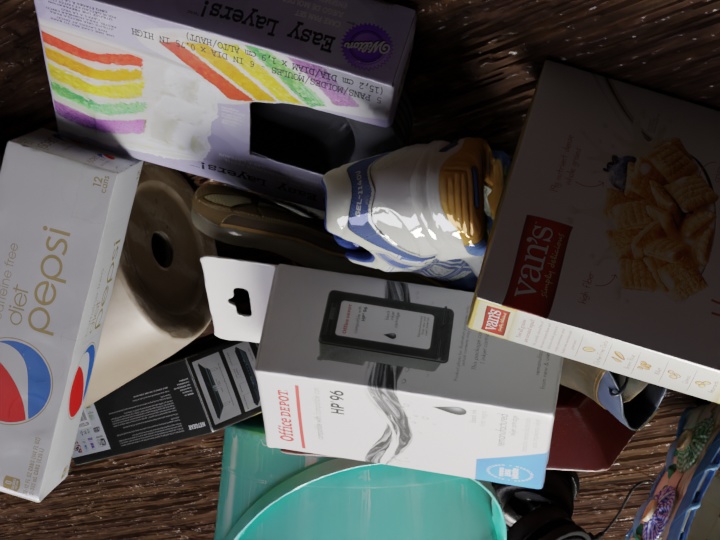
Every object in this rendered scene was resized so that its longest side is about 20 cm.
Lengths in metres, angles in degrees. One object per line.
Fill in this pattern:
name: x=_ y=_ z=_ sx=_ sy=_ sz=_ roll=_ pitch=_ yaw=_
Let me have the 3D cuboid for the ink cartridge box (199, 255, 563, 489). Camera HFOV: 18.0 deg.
ink cartridge box: x=0.008 y=0.056 z=1.239 sx=0.200 sy=0.068 sz=0.116 roll=8 pitch=155 yaw=6

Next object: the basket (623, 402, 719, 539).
basket: x=0.261 y=0.165 z=1.415 sx=0.139 sy=0.176 sz=0.200 roll=34 pitch=164 yaw=-28

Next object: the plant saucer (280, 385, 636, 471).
plant saucer: x=0.071 y=0.087 z=1.433 sx=0.200 sy=0.037 sz=0.200 roll=3 pitch=-173 yaw=14

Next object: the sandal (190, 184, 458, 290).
sandal: x=-0.011 y=0.003 z=1.282 sx=0.200 sy=0.054 sz=0.080 roll=17 pitch=-172 yaw=-29

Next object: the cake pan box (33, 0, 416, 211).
cake pan box: x=-0.067 y=-0.102 z=1.202 sx=0.200 sy=0.052 sz=0.184 roll=16 pitch=161 yaw=2

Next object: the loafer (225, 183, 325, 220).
loafer: x=0.000 y=0.000 z=1.362 sx=0.200 sy=0.072 sz=0.073 roll=29 pitch=157 yaw=-24

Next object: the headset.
headset: x=0.132 y=0.192 z=1.658 sx=0.200 sy=0.124 sz=0.094 roll=-7 pitch=134 yaw=-1

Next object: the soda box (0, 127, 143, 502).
soda box: x=-0.183 y=0.025 z=1.294 sx=0.068 sy=0.200 sz=0.064 roll=16 pitch=-167 yaw=6

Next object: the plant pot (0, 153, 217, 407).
plant pot: x=-0.189 y=0.007 z=1.406 sx=0.173 sy=0.200 sz=0.200 roll=-14 pitch=145 yaw=27

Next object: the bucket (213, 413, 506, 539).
bucket: x=-0.003 y=0.164 z=1.517 sx=0.207 sy=0.135 sz=0.207 roll=-1 pitch=-174 yaw=0

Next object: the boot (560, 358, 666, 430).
boot: x=0.139 y=0.020 z=1.258 sx=0.097 sy=0.075 sz=0.200 roll=39 pitch=162 yaw=14

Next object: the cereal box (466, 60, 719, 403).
cereal box: x=0.165 y=-0.011 z=1.109 sx=0.200 sy=0.144 sz=0.040 roll=16 pitch=152 yaw=2

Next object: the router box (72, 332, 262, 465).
router box: x=-0.091 y=0.069 z=1.503 sx=0.157 sy=0.052 sz=0.200 roll=-22 pitch=-178 yaw=-33

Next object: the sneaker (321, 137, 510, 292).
sneaker: x=0.032 y=-0.030 z=1.191 sx=0.088 sy=0.075 sz=0.200 roll=-3 pitch=168 yaw=11
